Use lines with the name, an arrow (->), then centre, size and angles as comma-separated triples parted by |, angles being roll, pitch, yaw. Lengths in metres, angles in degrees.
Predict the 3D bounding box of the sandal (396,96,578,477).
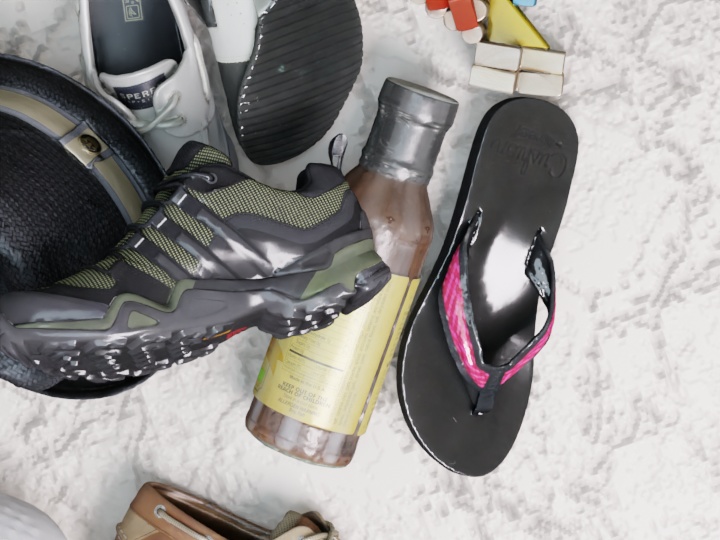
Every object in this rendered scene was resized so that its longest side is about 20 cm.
sandal -> 0.070, 0.010, 1.381 | 0.075, 0.045, 0.200 | 9, 98, -24

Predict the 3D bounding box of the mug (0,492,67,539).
mug -> -0.250, 0.163, 1.391 | 0.200, 0.175, 0.148 | 51, 132, 30

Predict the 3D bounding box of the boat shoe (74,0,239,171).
boat shoe -> -0.109, -0.096, 1.387 | 0.072, 0.066, 0.200 | -6, 97, 7

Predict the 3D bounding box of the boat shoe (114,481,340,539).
boat shoe -> -0.036, 0.163, 1.412 | 0.200, 0.076, 0.072 | 16, 97, 2

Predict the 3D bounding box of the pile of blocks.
pile of blocks -> 0.040, -0.168, 1.363 | 0.082, 0.062, 0.200 | -44, 91, 10

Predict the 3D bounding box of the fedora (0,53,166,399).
fedora -> -0.184, -0.007, 1.367 | 0.201, 0.092, 0.201 | 9, 117, 18

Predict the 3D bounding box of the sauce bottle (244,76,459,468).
sauce bottle -> 0.000, 0.000, 1.390 | 0.065, 0.065, 0.200 | 21, 98, 3

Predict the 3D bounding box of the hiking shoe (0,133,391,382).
hiking shoe -> -0.090, -0.008, 1.323 | 0.200, 0.076, 0.101 | -11, 75, -19

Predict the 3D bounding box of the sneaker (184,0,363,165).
sneaker -> -0.050, -0.150, 1.364 | 0.074, 0.089, 0.200 | -20, 132, -25
